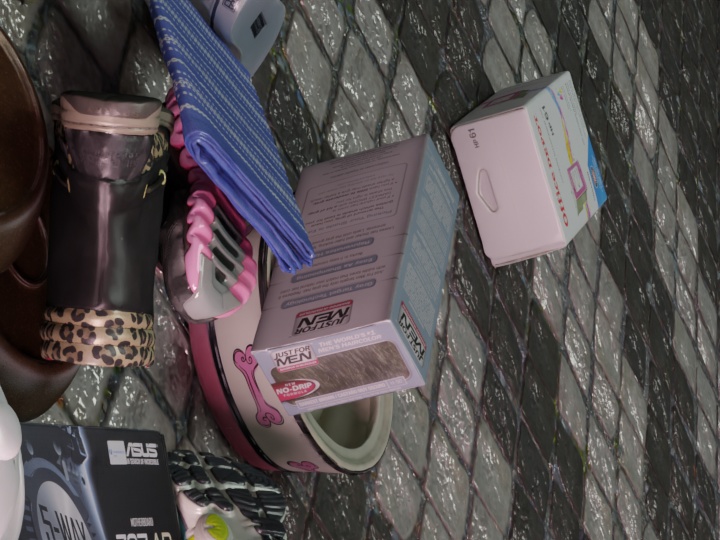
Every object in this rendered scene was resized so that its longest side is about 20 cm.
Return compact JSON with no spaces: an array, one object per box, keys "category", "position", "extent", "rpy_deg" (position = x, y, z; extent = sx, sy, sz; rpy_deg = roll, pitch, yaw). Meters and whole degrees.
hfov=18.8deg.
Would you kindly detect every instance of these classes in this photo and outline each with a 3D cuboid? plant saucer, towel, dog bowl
[{"category":"plant saucer","position":[-0.203,-0.014,1.238],"extent":[0.200,0.032,0.201],"rpy_deg":[-15,90,-70]},{"category":"towel","position":[-0.091,-0.101,1.363],"extent":[0.145,0.024,0.200],"rpy_deg":[50,13,-44]},{"category":"plant saucer","position":[-0.232,-0.091,1.153],"extent":[0.200,0.034,0.201],"rpy_deg":[38,37,-37]},{"category":"dog bowl","position":[-0.051,0.051,1.516],"extent":[0.200,0.074,0.201],"rpy_deg":[47,36,-50]}]

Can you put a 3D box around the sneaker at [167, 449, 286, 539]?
[{"category":"sneaker","position":[-0.087,0.176,1.321],"extent":[0.077,0.080,0.200],"rpy_deg":[13,25,-21]}]

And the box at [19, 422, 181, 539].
[{"category":"box","position":[-0.161,0.168,1.204],"extent":[0.200,0.043,0.161],"rpy_deg":[15,63,-66]}]

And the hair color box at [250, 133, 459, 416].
[{"category":"hair color box","position":[0.000,0.000,1.439],"extent":[0.200,0.099,0.061],"rpy_deg":[-76,145,-50]}]

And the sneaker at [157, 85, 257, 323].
[{"category":"sneaker","position":[-0.123,-0.032,1.348],"extent":[0.200,0.095,0.079],"rpy_deg":[-102,166,-50]}]

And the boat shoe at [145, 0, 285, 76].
[{"category":"boat shoe","position":[-0.108,-0.183,1.522],"extent":[0.086,0.075,0.202],"rpy_deg":[34,-6,6]}]

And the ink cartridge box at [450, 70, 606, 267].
[{"category":"ink cartridge box","position":[0.169,-0.103,2.149],"extent":[0.200,0.084,0.145],"rpy_deg":[-40,114,-65]}]

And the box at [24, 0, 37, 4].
[{"category":"box","position":[-0.130,-0.279,1.361],"extent":[0.176,0.199,0.097],"rpy_deg":[-78,146,-48]}]

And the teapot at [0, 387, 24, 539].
[{"category":"teapot","position":[-0.216,0.093,0.977],"extent":[0.198,0.146,0.200],"rpy_deg":[-83,151,-43]}]

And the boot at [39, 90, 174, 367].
[{"category":"boot","position":[-0.144,-0.023,1.238],"extent":[0.200,0.073,0.151],"rpy_deg":[-179,-87,-82]}]
